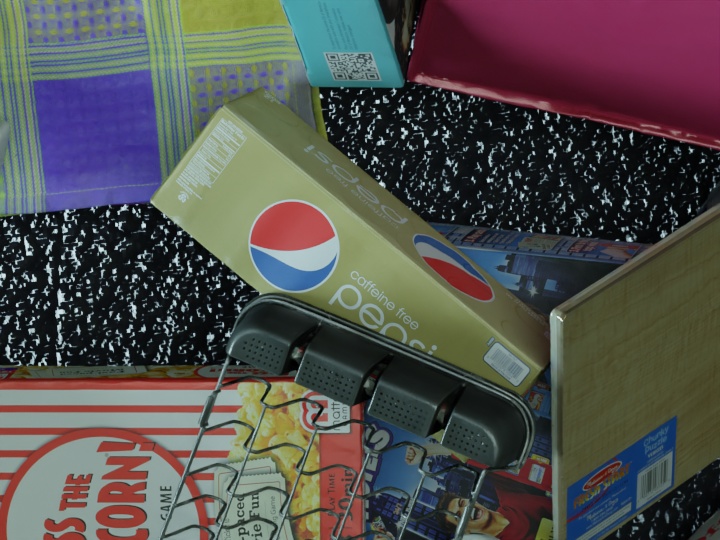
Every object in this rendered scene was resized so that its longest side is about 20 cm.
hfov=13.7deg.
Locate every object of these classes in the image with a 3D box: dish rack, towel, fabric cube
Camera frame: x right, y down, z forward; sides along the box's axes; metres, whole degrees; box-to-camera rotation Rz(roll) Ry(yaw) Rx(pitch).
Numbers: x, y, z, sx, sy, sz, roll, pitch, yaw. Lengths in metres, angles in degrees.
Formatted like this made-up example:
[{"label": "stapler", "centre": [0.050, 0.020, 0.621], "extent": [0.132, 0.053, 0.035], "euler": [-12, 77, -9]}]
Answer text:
[{"label": "dish rack", "centre": [-0.022, 0.128, 1.412], "extent": [0.153, 0.055, 0.200], "euler": [23, 102, 10]}, {"label": "towel", "centre": [-0.115, -0.095, 1.486], "extent": [0.200, 0.023, 0.144], "euler": [-3, 114, -2]}, {"label": "fabric cube", "centre": [0.145, -0.195, 1.449], "extent": [0.200, 0.196, 0.200], "euler": [13, 69, -2]}]

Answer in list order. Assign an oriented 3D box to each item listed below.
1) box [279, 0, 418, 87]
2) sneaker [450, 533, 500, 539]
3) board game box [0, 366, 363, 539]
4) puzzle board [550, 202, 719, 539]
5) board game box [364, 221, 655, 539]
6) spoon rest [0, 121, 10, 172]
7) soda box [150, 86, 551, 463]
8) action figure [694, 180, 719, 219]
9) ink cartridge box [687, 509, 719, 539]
[{"label": "box", "centre": [0.006, -0.193, 1.469], "extent": [0.049, 0.082, 0.200], "euler": [2, 59, 14]}, {"label": "sneaker", "centre": [0.060, 0.206, 1.506], "extent": [0.082, 0.077, 0.200], "euler": [2, 133, -19]}, {"label": "board game box", "centre": [-0.097, 0.124, 1.481], "extent": [0.200, 0.046, 0.152], "euler": [-1, 99, 2]}, {"label": "puzzle board", "centre": [0.160, 0.038, 1.471], "extent": [0.200, 0.017, 0.151], "euler": [-30, 134, -34]}, {"label": "board game box", "centre": [0.040, 0.054, 1.518], "extent": [0.200, 0.062, 0.200], "euler": [20, 104, 10]}, {"label": "spoon rest", "centre": [-0.274, -0.073, 1.456], "extent": [0.200, 0.061, 0.099], "euler": [15, 113, -1]}, {"label": "soda box", "centre": [0.000, 0.000, 1.451], "extent": [0.200, 0.068, 0.064], "euler": [40, 108, 4]}, {"label": "action figure", "centre": [0.157, 0.025, 1.558], "extent": [0.200, 0.069, 0.130], "euler": [-41, 105, 7]}, {"label": "ink cartridge box", "centre": [0.249, 0.142, 1.463], "extent": [0.145, 0.200, 0.084], "euler": [-40, 100, -8]}]
